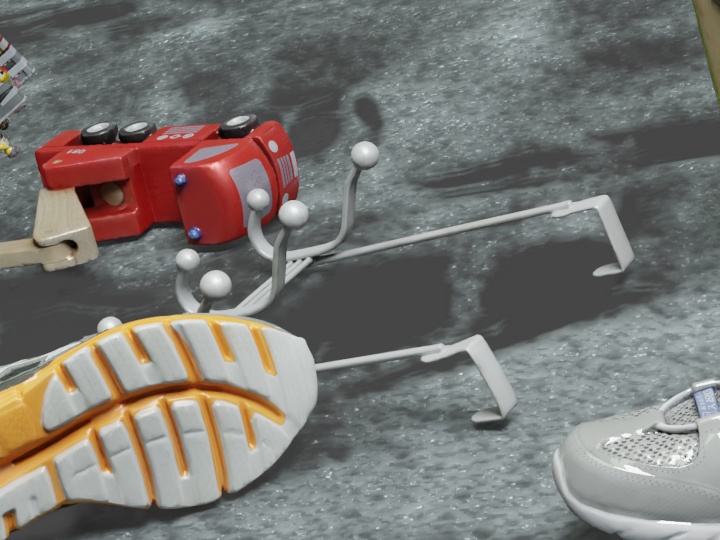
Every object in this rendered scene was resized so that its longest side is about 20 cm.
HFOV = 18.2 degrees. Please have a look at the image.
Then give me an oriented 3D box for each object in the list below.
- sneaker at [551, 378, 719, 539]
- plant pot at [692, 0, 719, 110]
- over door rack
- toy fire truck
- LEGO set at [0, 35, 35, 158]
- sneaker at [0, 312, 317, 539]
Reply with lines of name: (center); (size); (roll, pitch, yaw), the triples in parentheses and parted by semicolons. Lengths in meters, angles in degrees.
sneaker: (0.162, 0.039, 0.777); (0.200, 0.082, 0.075); (-13, 23, 0)
plant pot: (0.251, -0.100, 0.916); (0.181, 0.200, 0.199); (-38, 32, -30)
over door rack: (0.000, 0.000, 0.980); (0.200, 0.067, 0.148); (1, 27, 31)
toy fire truck: (-0.146, -0.029, 1.150); (0.200, 0.049, 0.141); (0, 26, 30)
LEGO set: (-0.242, -0.071, 1.147); (0.154, 0.116, 0.200); (-43, 18, 5)
sneaker: (-0.116, 0.060, 0.898); (0.200, 0.078, 0.077); (-15, 14, -6)
